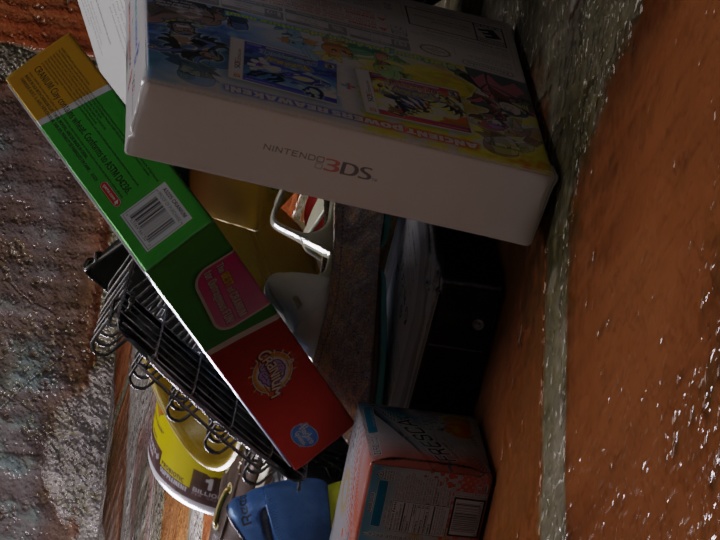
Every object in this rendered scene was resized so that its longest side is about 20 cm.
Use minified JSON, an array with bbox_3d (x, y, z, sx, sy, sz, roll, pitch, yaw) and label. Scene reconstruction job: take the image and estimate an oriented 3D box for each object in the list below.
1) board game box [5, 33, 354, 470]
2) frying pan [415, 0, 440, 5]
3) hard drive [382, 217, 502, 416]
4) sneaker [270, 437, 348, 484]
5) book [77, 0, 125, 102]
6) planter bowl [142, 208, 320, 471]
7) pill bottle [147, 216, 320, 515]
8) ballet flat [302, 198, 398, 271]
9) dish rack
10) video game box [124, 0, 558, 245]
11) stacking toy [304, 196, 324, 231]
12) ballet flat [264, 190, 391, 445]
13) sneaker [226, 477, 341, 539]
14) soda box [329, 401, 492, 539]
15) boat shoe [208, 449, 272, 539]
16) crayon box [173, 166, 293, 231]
[{"bbox_3d":[-0.087,-0.007,1.458,0.153,0.040,0.200,52,177,36],"label":"board game box"},{"bbox_3d":[0.059,-0.226,1.624,0.115,0.031,0.190,-101,31,-49],"label":"frying pan"},{"bbox_3d":[0.031,0.048,1.551,0.140,0.038,0.201,-94,14,-54],"label":"hard drive"},{"bbox_3d":[-0.023,0.128,1.762,0.200,0.060,0.105,-90,12,-68],"label":"sneaker"},{"bbox_3d":[-0.100,-0.147,1.830,0.200,0.048,0.134,-25,78,50],"label":"book"},{"bbox_3d":[-0.075,0.017,1.826,0.200,0.083,0.201,166,90,-69],"label":"planter bowl"},{"bbox_3d":[-0.076,0.062,1.979,0.109,0.109,0.200,-94,14,-52],"label":"pill bottle"},{"bbox_3d":[0.000,0.000,1.670,0.068,0.072,0.201,-113,32,-70],"label":"ballet flat"},{"bbox_3d":[-0.087,0.053,1.619,0.055,0.153,0.200,-47,12,14],"label":"dish rack"},{"bbox_3d":[-0.014,-0.089,1.425,0.182,0.199,0.047,-99,24,-64],"label":"video game box"},{"bbox_3d":[-0.006,-0.107,1.806,0.085,0.085,0.201,-171,84,-81],"label":"stacking toy"},{"bbox_3d":[-0.017,-0.006,1.562,0.068,0.067,0.201,122,154,-71],"label":"ballet flat"},{"bbox_3d":[-0.039,0.200,1.656,0.066,0.078,0.201,-99,5,-56],"label":"sneaker"},{"bbox_3d":[0.013,0.169,1.473,0.068,0.063,0.201,-103,23,-66],"label":"soda box"},{"bbox_3d":[-0.064,0.145,1.918,0.059,0.072,0.201,32,128,31],"label":"boat shoe"},{"bbox_3d":[-0.045,-0.110,1.608,0.200,0.051,0.127,-50,-29,-49],"label":"crayon box"}]
